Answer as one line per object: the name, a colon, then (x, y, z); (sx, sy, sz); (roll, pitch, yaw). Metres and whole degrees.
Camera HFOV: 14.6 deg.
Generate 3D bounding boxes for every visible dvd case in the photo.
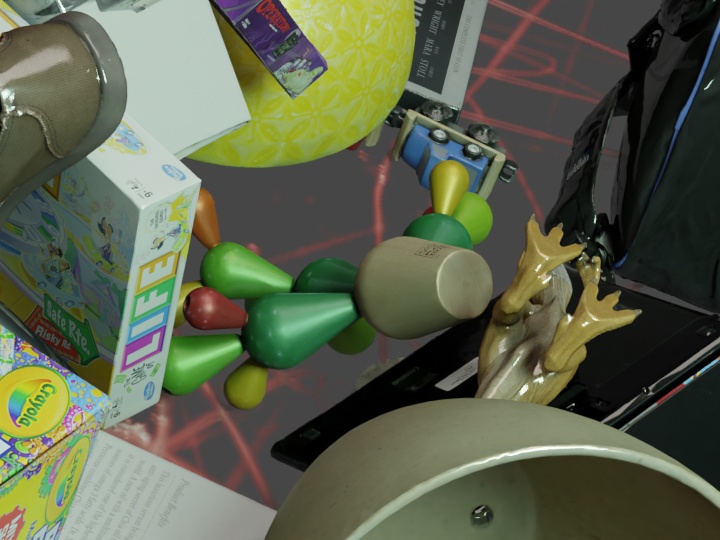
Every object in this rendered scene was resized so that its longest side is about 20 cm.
dvd case: (-0.029, -0.153, 1.592); (0.199, 0.025, 0.150); (21, 32, -3)

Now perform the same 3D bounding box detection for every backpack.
backpack: (0.203, -0.087, 1.502); (0.154, 0.200, 0.191); (23, 25, -11)

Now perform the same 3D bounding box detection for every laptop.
laptop: (0.097, 0.100, 1.210); (0.177, 0.104, 0.200); (-32, 32, -31)

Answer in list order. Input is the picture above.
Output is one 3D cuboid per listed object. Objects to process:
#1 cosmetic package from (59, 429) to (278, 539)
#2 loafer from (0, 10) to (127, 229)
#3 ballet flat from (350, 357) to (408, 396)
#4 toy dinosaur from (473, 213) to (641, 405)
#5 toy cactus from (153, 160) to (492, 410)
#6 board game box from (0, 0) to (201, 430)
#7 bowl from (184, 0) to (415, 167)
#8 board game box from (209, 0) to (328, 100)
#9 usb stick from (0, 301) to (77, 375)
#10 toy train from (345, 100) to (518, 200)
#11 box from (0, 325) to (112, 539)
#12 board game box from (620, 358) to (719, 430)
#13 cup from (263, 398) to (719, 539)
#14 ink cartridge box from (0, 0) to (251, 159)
cosmetic package: (-0.136, 0.106, 1.091); (0.199, 0.071, 0.102); (25, 31, 2)
loafer: (-0.181, -0.043, 1.165); (0.071, 0.200, 0.073); (-11, 66, -50)
ballet flat: (0.084, 0.088, 1.270); (0.200, 0.072, 0.072); (40, 35, 25)
toy dinosaur: (0.065, 0.043, 1.165); (0.060, 0.106, 0.200); (33, 39, 7)
toy cactus: (0.000, 0.000, 1.275); (0.199, 0.103, 0.165); (-14, 6, -34)
board game box: (-0.155, -0.043, 1.238); (0.034, 0.135, 0.200); (-27, 56, -36)
bowl: (-0.059, -0.163, 1.454); (0.199, 0.108, 0.201); (8, 50, -9)
board game box: (-0.097, -0.175, 1.334); (0.200, 0.032, 0.120); (50, -4, 17)
usb stick: (-0.165, 0.016, 1.135); (0.055, 0.033, 0.200); (44, -4, 28)
toy train: (-0.010, -0.088, 1.497); (0.199, 0.034, 0.046); (24, 37, 4)
box: (-0.215, 0.091, 0.940); (0.192, 0.200, 0.122); (31, 32, 14)
board game box: (0.256, 0.097, 1.377); (0.200, 0.056, 0.196); (41, 36, 25)
cup: (0.039, 0.125, 1.036); (0.200, 0.201, 0.143); (10, 19, -21)
ink cartridge box: (-0.150, -0.136, 1.274); (0.083, 0.201, 0.145); (-28, 13, -36)
